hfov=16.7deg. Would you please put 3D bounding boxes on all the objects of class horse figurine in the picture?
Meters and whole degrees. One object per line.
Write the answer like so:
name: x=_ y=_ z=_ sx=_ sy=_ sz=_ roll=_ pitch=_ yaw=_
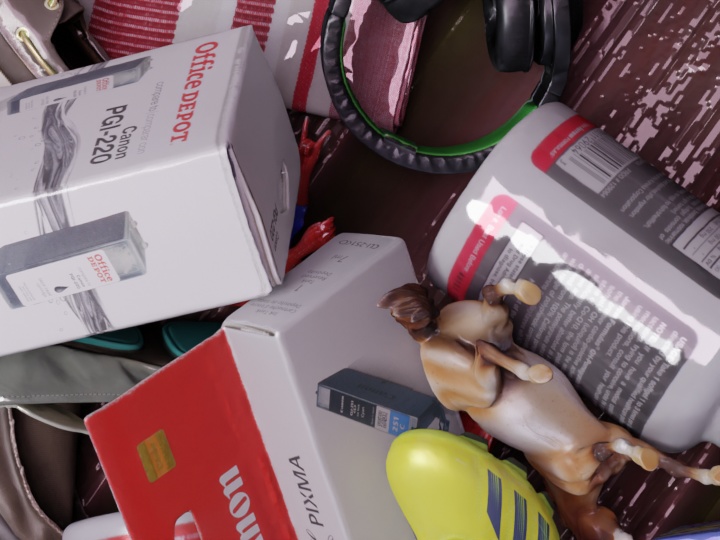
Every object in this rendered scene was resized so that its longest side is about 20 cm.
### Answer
horse figurine: x=0.081 y=0.061 z=1.140 sx=0.200 sy=0.133 sz=0.050 roll=40 pitch=71 yaw=-16

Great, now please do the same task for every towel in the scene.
towel: x=-0.057 y=-0.162 z=1.281 sx=0.200 sy=0.023 sz=0.144 roll=14 pitch=93 yaw=15

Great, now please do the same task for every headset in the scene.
headset: x=0.057 y=-0.148 z=1.225 sx=0.123 sy=0.094 sz=0.200 roll=24 pitch=103 yaw=-11

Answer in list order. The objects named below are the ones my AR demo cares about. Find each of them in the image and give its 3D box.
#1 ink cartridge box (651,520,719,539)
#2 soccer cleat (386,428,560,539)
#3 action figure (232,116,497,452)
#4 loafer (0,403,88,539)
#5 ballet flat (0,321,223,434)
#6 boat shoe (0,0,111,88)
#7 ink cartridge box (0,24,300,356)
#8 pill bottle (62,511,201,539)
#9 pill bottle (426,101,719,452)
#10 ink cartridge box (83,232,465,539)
ink cartridge box: x=0.195 y=0.131 z=1.114 sx=0.119 sy=0.200 sz=0.042 roll=-8 pitch=87 yaw=13
soccer cleat: x=0.063 y=0.159 z=1.158 sx=0.065 sy=0.084 sz=0.200 roll=-4 pitch=129 yaw=32
action figure: x=0.000 y=0.000 z=1.230 sx=0.200 sy=0.065 sz=0.099 roll=26 pitch=116 yaw=13
loafer: x=-0.176 y=0.058 z=1.271 sx=0.071 sy=0.073 sz=0.200 roll=-20 pitch=83 yaw=12
ballet flat: x=-0.109 y=0.055 z=1.242 sx=0.200 sy=0.067 sz=0.064 roll=9 pitch=109 yaw=-15
boat shoe: x=-0.164 y=-0.118 z=1.266 sx=0.060 sy=0.072 sz=0.200 roll=-32 pitch=94 yaw=18
ink cartridge box: x=-0.137 y=-0.033 z=1.172 sx=0.200 sy=0.146 sz=0.085 roll=-12 pitch=118 yaw=9
pill bottle: x=-0.076 y=0.214 z=1.220 sx=0.114 sy=0.114 sz=0.200 roll=-13 pitch=85 yaw=13
pill bottle: x=0.140 y=0.017 z=1.178 sx=0.200 sy=0.111 sz=0.111 roll=37 pitch=96 yaw=13
ink cartridge box: x=-0.022 y=0.110 z=1.150 sx=0.045 sy=0.176 sz=0.200 roll=7 pitch=124 yaw=45
